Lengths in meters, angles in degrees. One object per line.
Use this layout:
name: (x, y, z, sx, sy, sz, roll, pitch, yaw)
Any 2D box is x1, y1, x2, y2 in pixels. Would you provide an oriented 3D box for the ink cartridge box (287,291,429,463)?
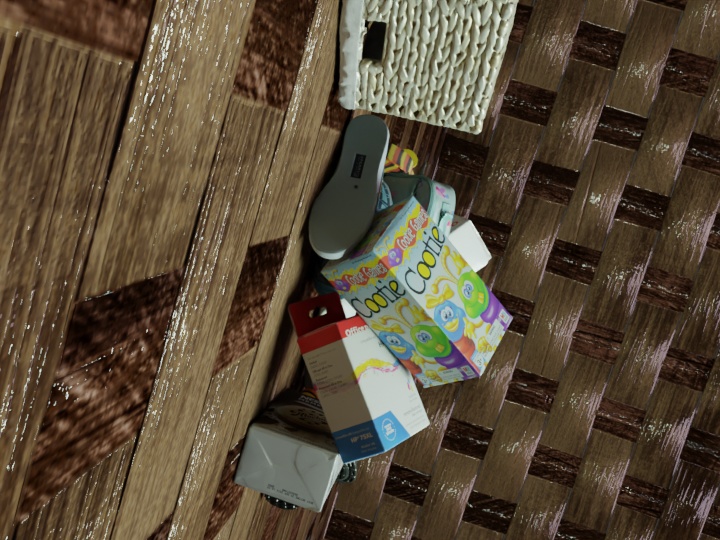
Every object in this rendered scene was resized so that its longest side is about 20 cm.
ink cartridge box: (-0.002, 0.117, 1.068, 0.116, 0.067, 0.201, -16, 83, -57)

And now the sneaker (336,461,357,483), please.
sneaker: (-0.021, 0.230, 1.318, 0.091, 0.076, 0.200, -75, -178, -49)

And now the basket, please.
basket: (0.081, -0.282, 0.900, 0.198, 0.160, 0.200, 97, 10, -56)

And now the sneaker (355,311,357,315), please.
sneaker: (0.025, 0.014, 1.141, 0.085, 0.077, 0.201, 15, 90, -61)

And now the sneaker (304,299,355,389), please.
sneaker: (-0.055, 0.129, 1.315, 0.080, 0.070, 0.201, -40, 140, -70)

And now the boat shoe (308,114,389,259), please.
boat shoe: (-0.008, -0.084, 1.056, 0.091, 0.071, 0.201, 93, 15, -61)

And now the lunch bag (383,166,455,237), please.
lunch bag: (0.054, -0.048, 1.273, 0.077, 0.160, 0.201, 13, 88, -44)

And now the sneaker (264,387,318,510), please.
sneaker: (-0.092, 0.268, 1.315, 0.090, 0.070, 0.201, -56, 161, -59)

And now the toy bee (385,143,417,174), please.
toy bee: (0.070, -0.139, 1.455, 0.200, 0.108, 0.131, 68, 36, -82)

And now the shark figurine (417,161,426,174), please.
shark figurine: (0.132, -0.164, 2.244, 0.090, 0.128, 0.215, -107, -174, -53)

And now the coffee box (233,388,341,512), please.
coffee box: (-0.077, 0.226, 1.134, 0.200, 0.113, 0.080, -35, 142, -82)

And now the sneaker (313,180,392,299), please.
sneaker: (-0.001, -0.059, 1.171, 0.096, 0.079, 0.200, 95, 13, -56)

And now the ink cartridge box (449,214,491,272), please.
ink cartridge box: (0.100, -0.031, 1.462, 0.146, 0.084, 0.200, -36, -157, -11)

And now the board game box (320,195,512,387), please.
board game box: (0.069, 0.029, 1.045, 0.105, 0.200, 0.103, -22, -155, 49)
